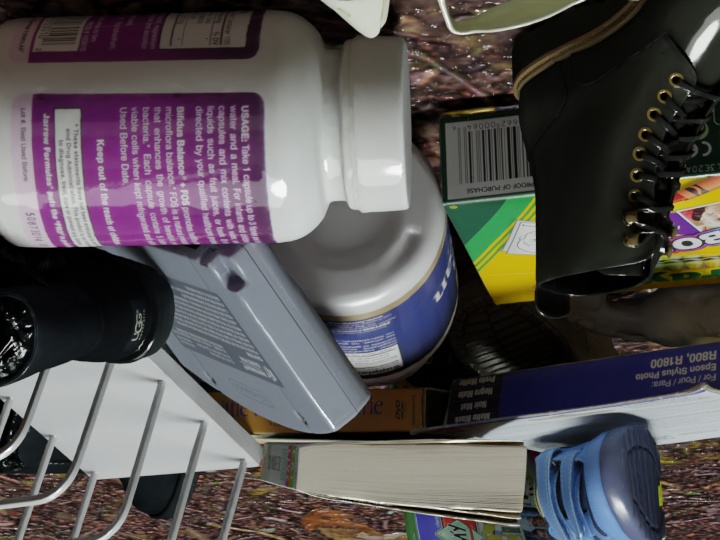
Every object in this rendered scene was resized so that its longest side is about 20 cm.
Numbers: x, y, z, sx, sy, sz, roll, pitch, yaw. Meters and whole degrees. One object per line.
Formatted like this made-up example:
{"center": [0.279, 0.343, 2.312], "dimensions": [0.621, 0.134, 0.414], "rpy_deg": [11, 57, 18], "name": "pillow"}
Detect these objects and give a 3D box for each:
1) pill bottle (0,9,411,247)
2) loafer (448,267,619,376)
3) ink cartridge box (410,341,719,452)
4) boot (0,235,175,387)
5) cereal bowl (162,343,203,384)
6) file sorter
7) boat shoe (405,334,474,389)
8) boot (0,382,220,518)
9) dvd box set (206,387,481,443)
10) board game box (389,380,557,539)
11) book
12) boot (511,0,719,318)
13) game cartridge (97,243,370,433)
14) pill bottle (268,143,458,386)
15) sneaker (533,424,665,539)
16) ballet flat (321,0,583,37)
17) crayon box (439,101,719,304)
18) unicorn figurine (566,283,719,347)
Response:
{"center": [-0.075, -0.068, 0.983], "dimensions": [0.198, 0.113, 0.112], "rpy_deg": [-1, 160, 4], "name": "pill bottle"}
{"center": [0.115, 0.040, 1.346], "dimensions": [0.075, 0.069, 0.200], "rpy_deg": [-19, 147, 22], "name": "loafer"}
{"center": [0.160, 0.076, 1.234], "dimensions": [0.198, 0.041, 0.199], "rpy_deg": [-11, 166, 31], "name": "ink cartridge box"}
{"center": [-0.214, 0.009, 1.048], "dimensions": [0.199, 0.077, 0.168], "rpy_deg": [14, -173, 22], "name": "boot"}
{"center": [-0.138, 0.024, 1.283], "dimensions": [0.198, 0.084, 0.200], "rpy_deg": [0, 159, 0], "name": "cereal bowl"}
{"center": [-0.179, 0.112, 1.218], "dimensions": [0.138, 0.125, 0.200], "rpy_deg": [-8, 140, 32], "name": "file sorter"}
{"center": [0.051, 0.056, 1.390], "dimensions": [0.070, 0.071, 0.199], "rpy_deg": [-10, 159, 36], "name": "boat shoe"}
{"center": [-0.205, 0.131, 1.562], "dimensions": [0.167, 0.077, 0.200], "rpy_deg": [3, 153, -19], "name": "boot"}
{"center": [-0.019, 0.096, 1.330], "dimensions": [0.198, 0.030, 0.146], "rpy_deg": [-3, 172, 26], "name": "dvd box set"}
{"center": [0.093, 0.144, 1.392], "dimensions": [0.133, 0.201, 0.029], "rpy_deg": [6, 121, -9], "name": "board game box"}
{"center": [0.014, 0.121, 1.235], "dimensions": [0.132, 0.049, 0.200], "rpy_deg": [5, 175, -7], "name": "book"}
{"center": [0.151, -0.067, 0.947], "dimensions": [0.077, 0.140, 0.200], "rpy_deg": [12, 156, -30], "name": "boot"}
{"center": [-0.072, 0.024, 1.113], "dimensions": [0.200, 0.040, 0.134], "rpy_deg": [17, 141, 60], "name": "game cartridge"}
{"center": [0.000, 0.000, 1.173], "dimensions": [0.110, 0.112, 0.200], "rpy_deg": [-2, 161, 5], "name": "pill bottle"}
{"center": [0.145, 0.139, 1.254], "dimensions": [0.081, 0.075, 0.200], "rpy_deg": [-3, 167, 9], "name": "sneaker"}
{"center": [0.034, -0.132, 0.860], "dimensions": [0.198, 0.068, 0.076], "rpy_deg": [0, 135, -4], "name": "ballet flat"}
{"center": [0.156, -0.040, 1.136], "dimensions": [0.198, 0.059, 0.173], "rpy_deg": [-6, 159, 12], "name": "crayon box"}
{"center": [0.213, 0.017, 1.264], "dimensions": [0.199, 0.075, 0.137], "rpy_deg": [7, 171, -38], "name": "unicorn figurine"}
